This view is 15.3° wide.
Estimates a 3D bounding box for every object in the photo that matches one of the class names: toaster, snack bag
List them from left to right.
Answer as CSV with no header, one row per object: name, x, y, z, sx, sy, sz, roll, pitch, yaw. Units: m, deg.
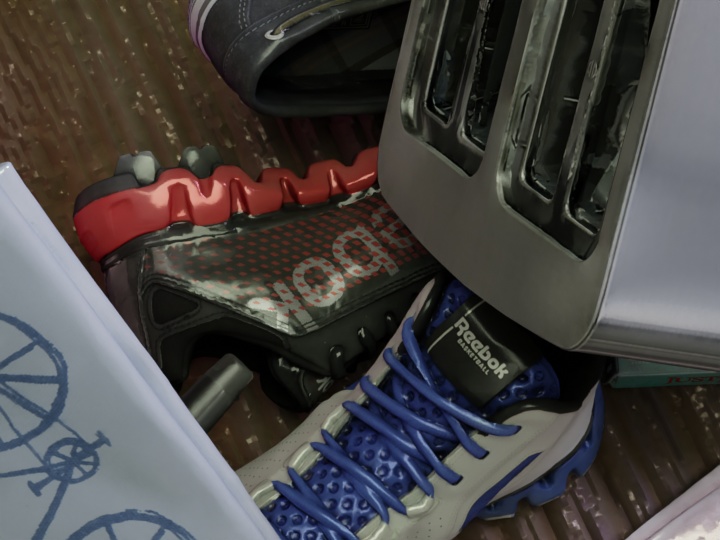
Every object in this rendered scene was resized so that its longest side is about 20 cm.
snack bag,-0.146,0.076,0.818,0.200,0.189,0.021,-27,35,11
toaster,0.100,-0.065,0.850,0.118,0.181,0.201,6,108,-24

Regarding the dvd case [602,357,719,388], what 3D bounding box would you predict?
dvd case,0.158,-0.056,1.021,0.145,0.022,0.201,-1,71,-3

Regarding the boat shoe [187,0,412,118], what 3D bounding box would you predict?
boat shoe,0.040,-0.085,0.954,0.199,0.070,0.066,-2,43,-22

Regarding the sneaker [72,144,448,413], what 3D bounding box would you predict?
sneaker,0.000,0.000,0.970,0.200,0.071,0.098,-8,79,-9

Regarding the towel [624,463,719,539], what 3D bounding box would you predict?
towel,0.166,0.165,0.943,0.191,0.032,0.200,-39,77,-14

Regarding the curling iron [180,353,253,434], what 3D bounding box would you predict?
curling iron,-0.101,0.110,0.906,0.050,0.026,0.200,30,74,32

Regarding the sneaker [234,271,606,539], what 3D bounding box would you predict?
sneaker,0.011,0.058,0.910,0.199,0.115,0.081,-33,69,-25
